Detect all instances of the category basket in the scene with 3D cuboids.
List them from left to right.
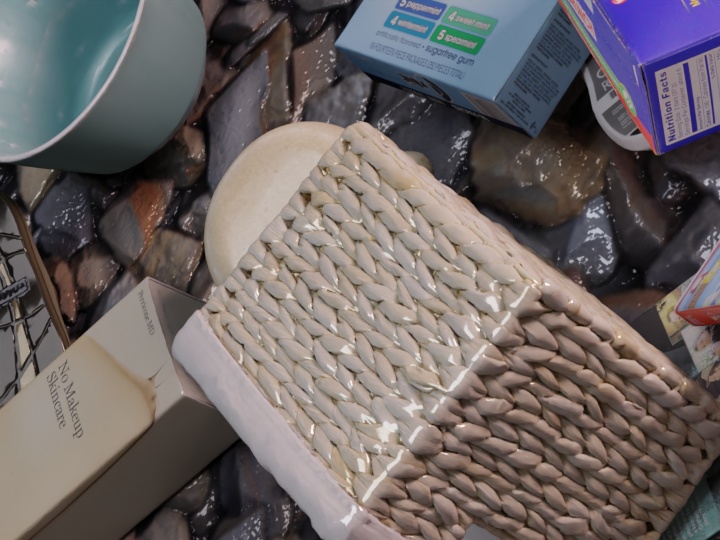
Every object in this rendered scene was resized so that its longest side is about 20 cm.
[{"bbox_3d":[0.047,0.061,1.136,0.161,0.198,0.200,-53,41,4],"label":"basket"}]

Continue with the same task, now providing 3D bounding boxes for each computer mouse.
[{"bbox_3d":[0.155,-0.129,1.292,0.109,0.044,0.201,-38,40,17],"label":"computer mouse"}]

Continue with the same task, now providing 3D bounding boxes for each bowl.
[{"bbox_3d":[-0.186,-0.149,1.600,0.200,0.105,0.202,-24,52,35],"label":"bowl"}]

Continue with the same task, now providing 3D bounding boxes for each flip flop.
[{"bbox_3d":[-0.242,0.039,1.580,0.081,0.058,0.202,-24,68,12],"label":"flip flop"}]

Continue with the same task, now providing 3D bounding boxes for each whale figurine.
[{"bbox_3d":[0.000,0.000,1.352,0.200,0.104,0.160,37,95,25],"label":"whale figurine"}]

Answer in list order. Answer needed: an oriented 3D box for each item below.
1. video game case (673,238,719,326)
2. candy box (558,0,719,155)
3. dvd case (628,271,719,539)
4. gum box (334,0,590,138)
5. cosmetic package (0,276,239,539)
[{"bbox_3d":[0.218,-0.037,1.073,0.144,0.017,0.200,-56,3,-6],"label":"video game case"},{"bbox_3d":[0.207,-0.170,1.172,0.198,0.077,0.170,-22,47,-3],"label":"candy box"},{"bbox_3d":[0.180,0.073,1.165,0.200,0.022,0.147,-39,45,22],"label":"dvd case"},{"bbox_3d":[0.094,-0.190,1.331,0.201,0.044,0.170,-56,37,-6],"label":"gum box"},{"bbox_3d":[-0.170,0.110,1.459,0.200,0.073,0.104,-42,48,22],"label":"cosmetic package"}]
